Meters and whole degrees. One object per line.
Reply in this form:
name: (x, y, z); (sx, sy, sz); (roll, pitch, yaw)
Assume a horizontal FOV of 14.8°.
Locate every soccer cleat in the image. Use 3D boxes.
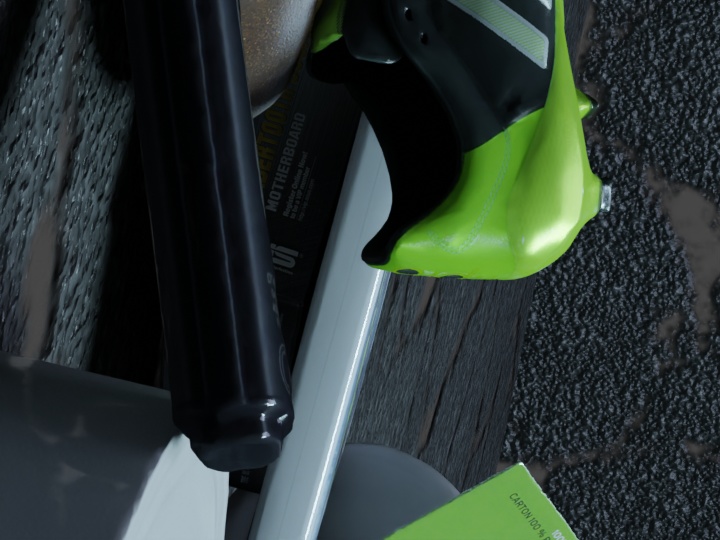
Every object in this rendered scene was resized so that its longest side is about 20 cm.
soccer cleat: (0.022, -0.096, 0.829); (0.067, 0.081, 0.201); (-21, -103, 62)

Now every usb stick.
usb stick: (-0.045, -0.048, 0.740); (0.055, 0.033, 0.200); (97, -15, -76)

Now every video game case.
video game case: (0.000, 0.000, 0.972); (0.182, 0.023, 0.200); (-69, 175, -73)

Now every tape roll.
tape roll: (-0.096, 0.125, 0.768); (0.202, 0.071, 0.203); (12, 90, -83)

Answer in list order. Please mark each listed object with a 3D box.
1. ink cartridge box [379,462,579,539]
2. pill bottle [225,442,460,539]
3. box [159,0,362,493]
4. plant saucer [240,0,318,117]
ink cartridge box: (0.010, 0.178, 0.993); (0.148, 0.200, 0.076); (53, 8, -43)
pill bottle: (0.005, 0.168, 1.136); (0.200, 0.114, 0.115); (75, 27, -54)
box: (-0.029, -0.025, 1.014); (0.200, 0.048, 0.159); (104, 2, -67)
plant saucer: (-0.022, -0.132, 0.856); (0.200, 0.032, 0.201); (-167, -90, -83)
